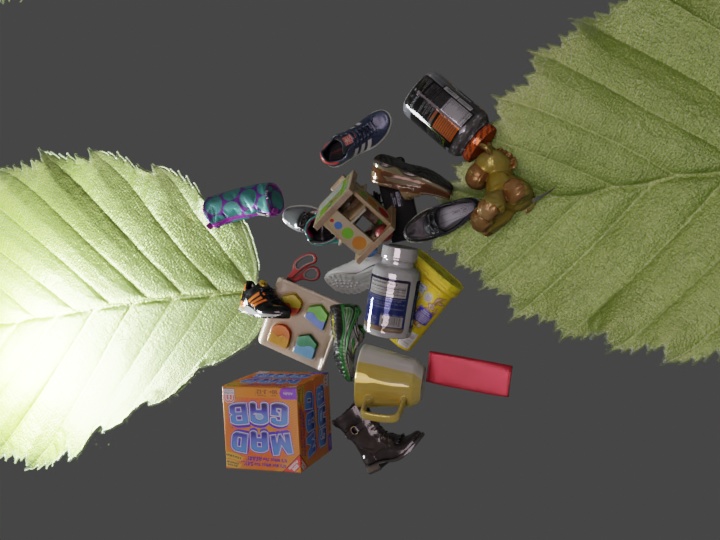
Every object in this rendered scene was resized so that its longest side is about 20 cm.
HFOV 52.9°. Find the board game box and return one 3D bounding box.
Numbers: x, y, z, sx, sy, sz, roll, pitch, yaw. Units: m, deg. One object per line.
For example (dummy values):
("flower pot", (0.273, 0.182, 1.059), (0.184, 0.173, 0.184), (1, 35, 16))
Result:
("board game box", (-0.201, 0.365, 1.784), (0.199, 0.200, 0.201), (-2, 92, 19))

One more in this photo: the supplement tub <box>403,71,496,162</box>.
("supplement tub", (0.204, -0.345, 1.642), (0.200, 0.122, 0.123), (44, 106, 12))

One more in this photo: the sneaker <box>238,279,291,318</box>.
("sneaker", (-0.243, 0.070, 1.820), (0.200, 0.070, 0.091), (7, 92, 51))

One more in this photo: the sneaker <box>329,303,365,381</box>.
("sneaker", (-0.024, 0.178, 1.776), (0.085, 0.078, 0.201), (-7, 106, -15))

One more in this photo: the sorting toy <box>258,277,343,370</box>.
("sorting toy", (-0.155, 0.137, 1.836), (0.199, 0.036, 0.186), (23, 103, 16))

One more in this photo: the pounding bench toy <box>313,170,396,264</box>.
("pounding bench toy", (-0.001, -0.134, 1.689), (0.156, 0.200, 0.124), (40, 113, -16))

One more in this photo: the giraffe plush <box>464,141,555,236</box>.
("giraffe plush", (0.300, -0.196, 1.590), (0.199, 0.173, 0.163), (-28, 73, -16))

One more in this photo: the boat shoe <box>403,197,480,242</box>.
("boat shoe", (0.188, -0.117, 1.683), (0.198, 0.066, 0.075), (-16, 89, 14))

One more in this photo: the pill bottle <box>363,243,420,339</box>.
("pill bottle", (0.074, 0.045, 1.626), (0.110, 0.111, 0.201), (12, 98, 19))

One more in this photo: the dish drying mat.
("dish drying mat", (0.256, 0.244, 1.710), (0.199, 0.018, 0.077), (8, 95, 20))

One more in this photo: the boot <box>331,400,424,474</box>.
("boot", (0.039, 0.388, 1.768), (0.200, 0.069, 0.175), (-34, 82, 20))

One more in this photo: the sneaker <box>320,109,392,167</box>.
("sneaker", (-0.013, -0.317, 1.742), (0.200, 0.084, 0.075), (-37, 81, 18))

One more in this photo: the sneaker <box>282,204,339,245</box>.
("sneaker", (-0.121, -0.112, 1.772), (0.199, 0.121, 0.084), (16, 99, 19))

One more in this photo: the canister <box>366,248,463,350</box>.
("canister", (0.124, 0.071, 1.713), (0.148, 0.086, 0.200), (42, 107, 14))

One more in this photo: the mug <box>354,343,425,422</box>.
("mug", (0.071, 0.276, 1.710), (0.152, 0.150, 0.188), (7, 70, 11))

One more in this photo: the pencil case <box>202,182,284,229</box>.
("pencil case", (-0.301, -0.165, 1.854), (0.199, 0.085, 0.093), (-11, 63, 21))

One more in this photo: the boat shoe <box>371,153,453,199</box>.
("boat shoe", (0.118, -0.207, 1.705), (0.199, 0.076, 0.074), (22, 118, 4))

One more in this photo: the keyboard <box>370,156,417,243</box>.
("keyboard", (0.077, -0.168, 1.752), (0.103, 0.040, 0.201), (-12, 87, -3))

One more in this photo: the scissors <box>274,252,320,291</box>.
("scissors", (-0.188, 0.022, 1.863), (0.199, 0.014, 0.073), (-27, 86, 20))

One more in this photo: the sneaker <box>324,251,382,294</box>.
("sneaker", (0.000, 0.000, 1.767), (0.199, 0.076, 0.081), (-11, 47, 34))
